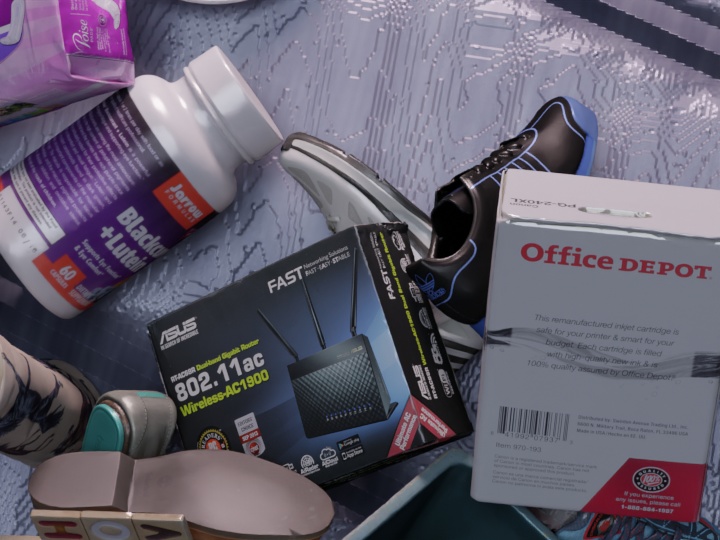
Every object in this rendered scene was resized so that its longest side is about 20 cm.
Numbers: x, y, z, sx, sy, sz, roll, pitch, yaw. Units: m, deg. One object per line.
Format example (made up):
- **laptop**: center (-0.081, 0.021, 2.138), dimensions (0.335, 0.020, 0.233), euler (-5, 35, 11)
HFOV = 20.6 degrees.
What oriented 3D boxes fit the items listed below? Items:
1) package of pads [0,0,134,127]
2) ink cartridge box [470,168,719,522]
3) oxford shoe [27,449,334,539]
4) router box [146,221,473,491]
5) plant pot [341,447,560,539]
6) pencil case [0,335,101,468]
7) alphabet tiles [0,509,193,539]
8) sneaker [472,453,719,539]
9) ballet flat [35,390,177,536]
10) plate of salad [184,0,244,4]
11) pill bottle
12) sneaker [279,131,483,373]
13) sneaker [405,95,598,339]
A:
- **package of pads**: center (-0.253, -0.166, 1.391), dimensions (0.200, 0.076, 0.121), euler (-14, 82, 38)
- **ink cartridge box**: center (0.148, 0.046, 1.225), dimensions (0.145, 0.083, 0.200), euler (6, 117, 4)
- **oxford shoe**: center (-0.114, 0.163, 1.301), dimensions (0.200, 0.071, 0.071), euler (3, 127, 10)
- **router box**: center (-0.037, 0.071, 1.332), dimensions (0.200, 0.062, 0.150), euler (-25, 78, 33)
- **plant pot**: center (0.038, 0.275, 1.262), dimensions (0.196, 0.196, 0.200), euler (43, 131, 11)
- **pencil case**: center (-0.243, 0.083, 1.333), dimensions (0.089, 0.200, 0.078), euler (26, 84, 17)
- **alphabet tiles**: center (-0.147, 0.213, 1.314), dimensions (0.167, 0.200, 0.008), euler (1, 53, 9)
- **sneaker**: center (0.159, 0.175, 1.311), dimensions (0.200, 0.096, 0.079), euler (23, 88, 11)
- **ballet flat**: center (-0.176, 0.167, 1.375), dimensions (0.067, 0.064, 0.200), euler (42, 121, 32)
- **plate of salad**: center (-0.105, -0.290, 1.435), dimensions (0.200, 0.048, 0.200), euler (0, 87, 0)
- **pill bottle**: center (-0.157, -0.065, 1.382), dimensions (0.200, 0.111, 0.111), euler (-36, 79, 4)
- **sneaker**: center (0.000, 0.000, 1.368), dimensions (0.200, 0.076, 0.115), euler (40, 88, 9)
- **sneaker**: center (0.095, -0.052, 1.322), dimensions (0.078, 0.070, 0.200), euler (36, 55, -17)
